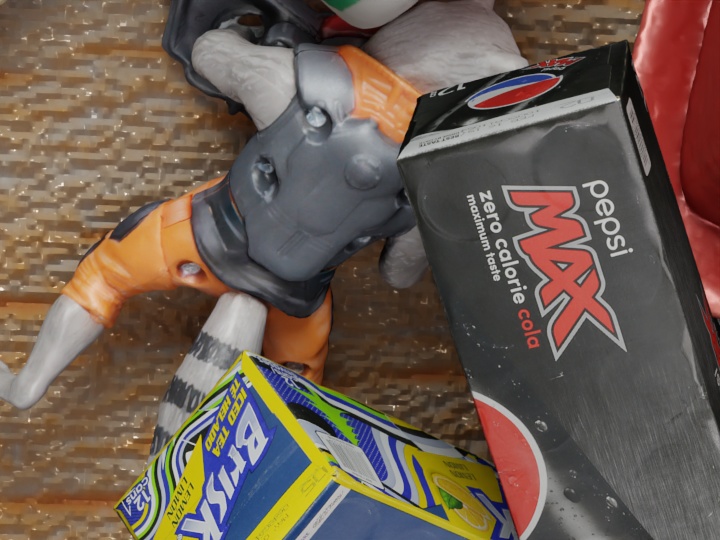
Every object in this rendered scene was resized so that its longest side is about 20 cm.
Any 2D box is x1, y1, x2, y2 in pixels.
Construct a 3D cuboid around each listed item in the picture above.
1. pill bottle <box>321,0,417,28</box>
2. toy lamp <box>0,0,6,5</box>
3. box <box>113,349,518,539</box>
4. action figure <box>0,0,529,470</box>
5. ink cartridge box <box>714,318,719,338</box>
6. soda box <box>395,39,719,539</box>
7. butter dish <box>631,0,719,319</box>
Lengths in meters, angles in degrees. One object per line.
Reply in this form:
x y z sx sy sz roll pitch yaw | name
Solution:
-0.036 -0.172 0.802 0.200 0.113 0.113 40 101 -12 | pill bottle
-0.140 -0.072 0.870 0.200 0.058 0.058 -40 108 6 | toy lamp
0.020 0.097 0.897 0.200 0.064 0.070 27 107 -45 | box
0.000 0.000 0.892 0.200 0.105 0.193 29 113 -13 | action figure
0.142 0.112 0.941 0.044 0.094 0.200 -20 113 34 | ink cartridge box
0.073 0.040 0.827 0.071 0.063 0.200 -15 107 12 | soda box
0.185 -0.073 0.824 0.200 0.148 0.199 15 84 4 | butter dish
